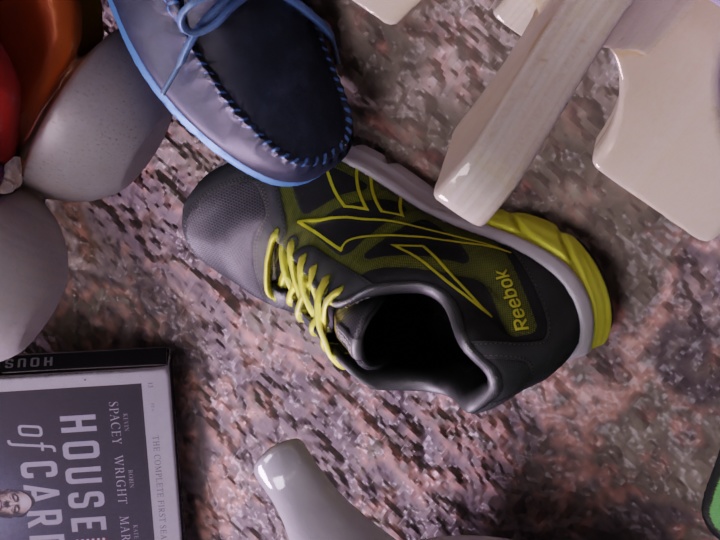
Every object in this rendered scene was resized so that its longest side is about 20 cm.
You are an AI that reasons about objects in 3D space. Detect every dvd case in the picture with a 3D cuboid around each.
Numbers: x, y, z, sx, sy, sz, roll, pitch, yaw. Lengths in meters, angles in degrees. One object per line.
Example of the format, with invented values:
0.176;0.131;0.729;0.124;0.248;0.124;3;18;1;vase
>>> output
-0.186;0.108;1.104;0.199;0.025;0.151;-3;122;-2;dvd case

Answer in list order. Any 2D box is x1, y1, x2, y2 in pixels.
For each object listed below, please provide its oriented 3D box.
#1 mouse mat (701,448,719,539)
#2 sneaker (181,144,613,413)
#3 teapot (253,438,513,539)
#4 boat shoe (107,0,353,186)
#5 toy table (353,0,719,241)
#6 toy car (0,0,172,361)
0.230;0.089;0.855;0.200;0.008;0.161;30;132;21;mouse mat
0.000;0.000;0.927;0.199;0.085;0.075;14;124;31;sneaker
0.035;0.189;0.978;0.146;0.197;0.201;50;126;56;teapot
-0.067;-0.123;0.902;0.200;0.084;0.069;53;147;-5;boat shoe
0.075;-0.103;0.753;0.200;0.184;0.117;41;122;0;toy table
-0.186;-0.065;0.947;0.175;0.200;0.150;33;177;4;toy car
